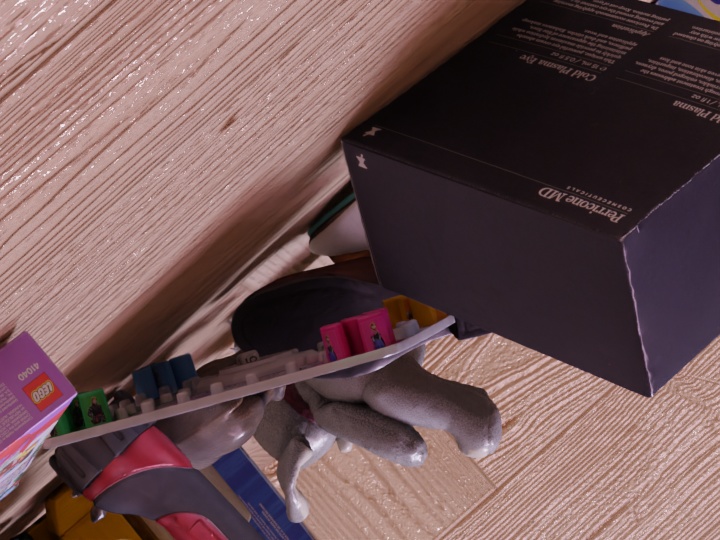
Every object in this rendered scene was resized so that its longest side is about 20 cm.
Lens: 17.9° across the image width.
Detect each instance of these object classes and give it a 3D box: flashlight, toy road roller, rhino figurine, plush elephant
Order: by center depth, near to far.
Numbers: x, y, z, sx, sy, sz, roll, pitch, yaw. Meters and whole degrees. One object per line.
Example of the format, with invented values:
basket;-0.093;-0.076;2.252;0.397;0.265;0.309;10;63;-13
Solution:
flashlight;-0.100;0.165;1.394;0.068;0.200;0.068;-44;176;30
rhino figurine;-0.129;0.107;1.481;0.200;0.060;0.087;-31;-169;38
plush elephant;-0.014;0.084;1.596;0.199;0.165;0.155;2;145;-21
toy road roller;-0.185;0.204;1.617;0.200;0.123;0.146;-40;-170;-12

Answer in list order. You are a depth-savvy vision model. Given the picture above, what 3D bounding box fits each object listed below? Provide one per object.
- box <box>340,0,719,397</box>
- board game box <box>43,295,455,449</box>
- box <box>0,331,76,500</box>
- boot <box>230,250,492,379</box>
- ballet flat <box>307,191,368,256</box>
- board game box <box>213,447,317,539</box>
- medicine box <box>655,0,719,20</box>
box;0.127;-0.051;1.218;0.182;0.200;0.104;-37;130;-29
board game box;-0.059;0.051;1.284;0.199;0.026;0.200;-15;180;12
box;-0.221;0.117;0.992;0.200;0.039;0.137;-38;175;-30
boot;0.000;0.000;1.482;0.188;0.069;0.200;-17;-163;-5
ballet flat;0.052;-0.060;1.407;0.200;0.069;0.069;-43;175;17
board game box;-0.082;0.198;1.826;0.043;0.200;0.199;-38;174;-8
medicine box;0.336;-0.174;1.926;0.200;0.182;0.103;-38;174;-38
